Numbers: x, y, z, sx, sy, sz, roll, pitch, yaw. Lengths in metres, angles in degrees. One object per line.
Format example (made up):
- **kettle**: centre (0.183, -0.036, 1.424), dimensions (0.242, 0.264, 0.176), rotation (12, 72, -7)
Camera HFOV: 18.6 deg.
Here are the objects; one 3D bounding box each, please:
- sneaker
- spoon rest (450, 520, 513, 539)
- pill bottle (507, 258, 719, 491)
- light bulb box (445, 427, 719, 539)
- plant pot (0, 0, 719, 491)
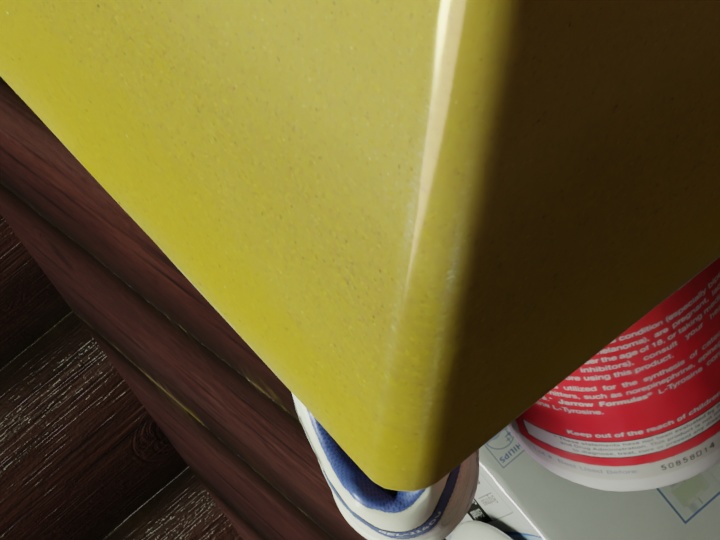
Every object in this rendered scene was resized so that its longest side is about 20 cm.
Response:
- **sneaker**: centre (0.000, 0.000, 0.792), dimensions (0.088, 0.075, 0.200), rotation (60, -168, -80)
- **spoon rest**: centre (0.069, 0.170, 0.956), dimensions (0.099, 0.061, 0.200), rotation (45, 155, 19)
- **pill bottle**: centre (0.081, -0.016, 0.771), dimensions (0.112, 0.112, 0.200), rotation (42, 166, 36)
- **light bulb box**: centre (0.132, 0.118, 0.968), dimensions (0.200, 0.125, 0.198), rotation (50, 169, 4)
- **plant pot**: centre (0.025, -0.105, 0.544), dimensions (0.200, 0.200, 0.177), rotation (46, 157, 20)
